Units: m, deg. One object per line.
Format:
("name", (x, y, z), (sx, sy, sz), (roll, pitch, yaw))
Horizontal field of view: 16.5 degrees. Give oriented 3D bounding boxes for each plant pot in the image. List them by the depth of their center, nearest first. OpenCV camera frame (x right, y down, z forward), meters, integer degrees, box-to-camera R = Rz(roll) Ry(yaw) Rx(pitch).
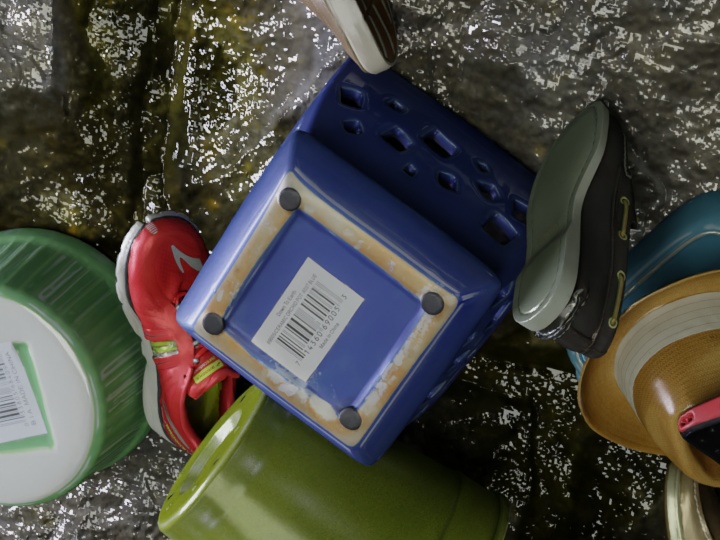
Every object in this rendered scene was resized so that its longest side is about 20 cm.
("plant pot", (0.000, 0.000, 1.690), (0.200, 0.180, 0.200), (37, 117, 3))
("plant pot", (-0.031, 0.182, 1.739), (0.193, 0.201, 0.200), (38, 118, -9))

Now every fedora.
("fedora", (0.242, 0.084, 1.632), (0.199, 0.082, 0.201), (-8, 137, -8))

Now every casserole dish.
("casserole dish", (0.223, 0.035, 1.702), (0.121, 0.039, 0.200), (46, 117, -2))

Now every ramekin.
("ramekin", (-0.255, 0.078, 1.857), (0.199, 0.098, 0.201), (7, 112, 18))

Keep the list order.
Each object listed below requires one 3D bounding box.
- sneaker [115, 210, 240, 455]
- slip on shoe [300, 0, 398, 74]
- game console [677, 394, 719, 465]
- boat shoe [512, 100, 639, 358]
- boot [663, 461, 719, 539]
("sneaker", (-0.119, 0.049, 1.792), (0.085, 0.077, 0.201), (33, 141, 50))
("slip on shoe", (-0.042, -0.218, 1.681), (0.060, 0.076, 0.201), (-28, 95, 21))
("game console", (0.327, 0.111, 1.571), (0.176, 0.031, 0.200), (-24, 134, 39))
("boat shoe", (0.148, -0.027, 1.630), (0.060, 0.202, 0.072), (33, 136, -18))
("boot", (0.303, 0.207, 1.718), (0.154, 0.072, 0.201), (-15, 109, 25))
